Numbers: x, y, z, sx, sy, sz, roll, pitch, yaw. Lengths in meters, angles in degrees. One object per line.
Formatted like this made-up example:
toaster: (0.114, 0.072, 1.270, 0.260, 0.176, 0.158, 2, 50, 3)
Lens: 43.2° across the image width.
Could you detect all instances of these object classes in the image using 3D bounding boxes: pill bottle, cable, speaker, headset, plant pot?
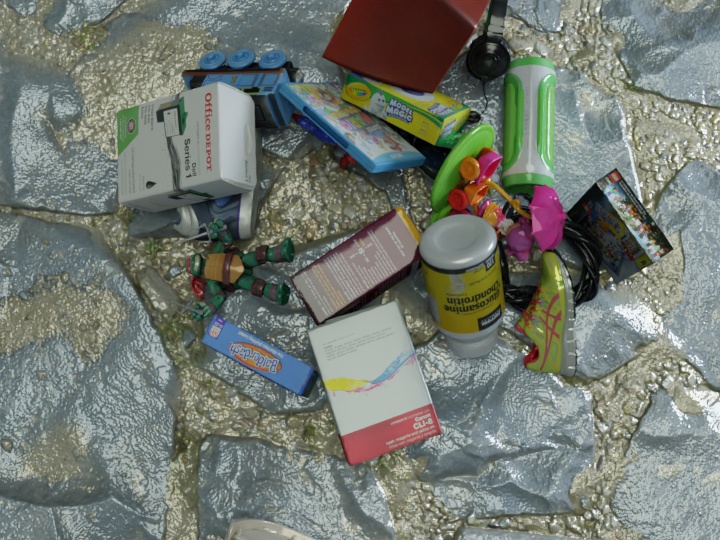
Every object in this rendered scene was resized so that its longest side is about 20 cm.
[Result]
pill bottle: (0.152, 0.028, 1.321, 0.110, 0.202, 0.113, -9, 39, 7)
cable: (0.276, -0.012, 1.401, 0.199, 0.051, 0.164, 39, 87, 5)
speaker: (0.263, -0.225, 1.421, 0.087, 0.088, 0.203, 3, 81, 1)
headset: (0.187, -0.335, 1.427, 0.092, 0.124, 0.203, 10, 101, 3)
plant pot: (0.084, -0.389, 1.372, 0.175, 0.201, 0.201, 33, 42, -5)

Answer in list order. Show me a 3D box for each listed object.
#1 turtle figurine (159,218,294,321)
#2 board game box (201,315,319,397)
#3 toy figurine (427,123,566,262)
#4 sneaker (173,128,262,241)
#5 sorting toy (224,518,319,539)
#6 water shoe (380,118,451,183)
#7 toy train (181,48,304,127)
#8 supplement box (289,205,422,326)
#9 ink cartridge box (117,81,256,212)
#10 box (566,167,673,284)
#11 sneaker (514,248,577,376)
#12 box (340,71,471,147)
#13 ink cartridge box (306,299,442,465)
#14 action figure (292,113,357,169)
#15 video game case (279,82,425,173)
turtle figurine: (-0.201, -0.004, 1.365, 0.197, 0.101, 0.152, 3, 99, 12)
board game box: (-0.138, 0.128, 1.309, 0.151, 0.200, 0.045, 28, 83, 6)
toy figurine: (0.209, -0.082, 1.334, 0.183, 0.202, 0.150, 37, 40, 21)
sneaker: (-0.232, -0.145, 1.415, 0.144, 0.081, 0.203, 3, 80, 2)
sorting toy: (-0.119, 0.473, 1.309, 0.198, 0.107, 0.182, 22, 89, 4)
water shoe: (0.080, -0.212, 1.423, 0.199, 0.079, 0.072, 36, 82, 6)
toy train: (-0.186, -0.280, 1.403, 0.197, 0.087, 0.115, 4, 50, 20)
supplement box: (0.000, 0.000, 1.374, 0.199, 0.110, 0.086, -33, 81, -5)
ink cartridge box: (-0.256, -0.178, 1.334, 0.198, 0.084, 0.148, -10, 79, 29)
box: (0.375, -0.060, 1.334, 0.037, 0.200, 0.138, -32, 82, -4)
sneaker: (0.274, 0.066, 1.355, 0.089, 0.078, 0.203, -4, 104, 8)
box: (0.081, -0.250, 1.390, 0.199, 0.117, 0.049, 31, 120, 16)
ink cartridge box: (0.018, 0.163, 1.329, 0.143, 0.145, 0.203, -19, 81, -3)
action figure: (-0.031, -0.206, 1.438, 0.199, 0.099, 0.065, 37, 85, 29)
video game case: (-0.010, -0.216, 1.349, 0.200, 0.142, 0.018, 43, 120, 20)
